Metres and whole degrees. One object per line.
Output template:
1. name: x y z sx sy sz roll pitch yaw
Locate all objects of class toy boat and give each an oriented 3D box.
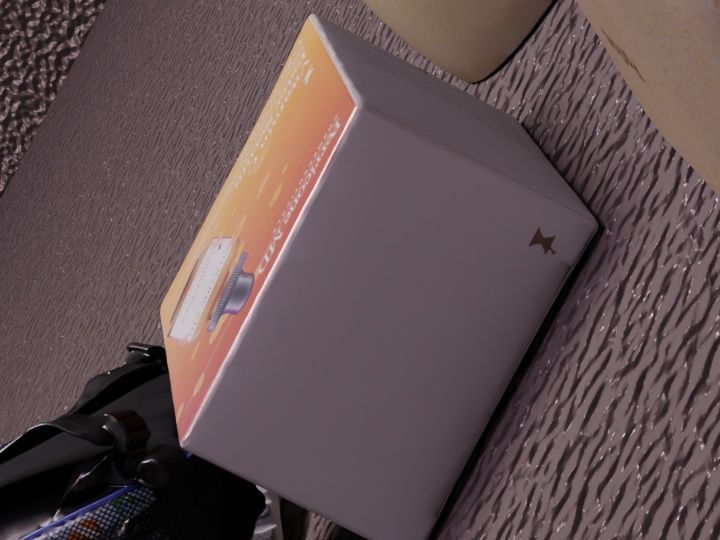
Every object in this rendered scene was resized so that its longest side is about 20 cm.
1. toy boat: 0.134 -0.096 0.852 0.130 0.131 0.200 -33 16 3

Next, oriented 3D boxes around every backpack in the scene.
1. backpack: -0.133 0.134 1.192 0.190 0.155 0.200 -20 6 4

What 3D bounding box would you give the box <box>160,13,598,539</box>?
1. box: 0.000 0.000 1.180 0.153 0.106 0.200 -62 12 9

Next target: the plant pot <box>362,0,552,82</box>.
1. plant pot: 0.038 -0.208 1.375 0.201 0.134 0.201 -60 13 23

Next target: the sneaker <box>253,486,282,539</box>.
1. sneaker: -0.064 0.127 1.334 0.082 0.074 0.201 85 -164 -52
